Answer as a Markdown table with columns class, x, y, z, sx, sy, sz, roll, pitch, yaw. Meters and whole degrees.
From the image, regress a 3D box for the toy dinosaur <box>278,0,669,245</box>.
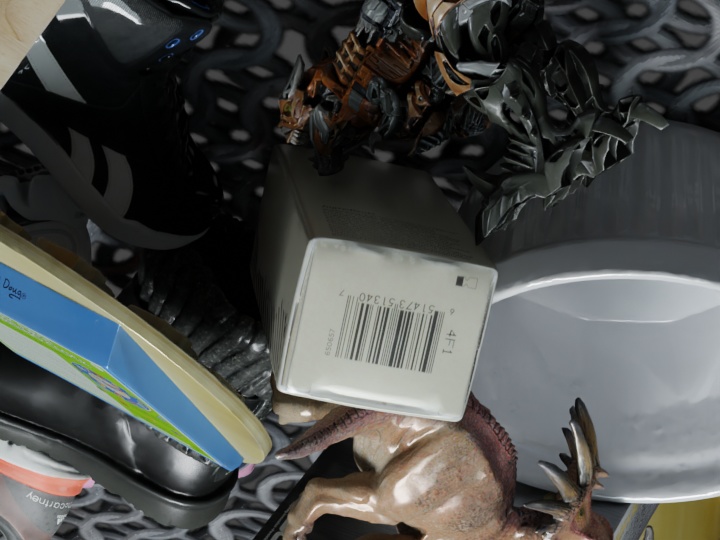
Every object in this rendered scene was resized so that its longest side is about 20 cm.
| class | x | y | z | sx | sy | sz | roll | pitch | yaw |
| --- | --- | --- | --- | --- | --- | --- | --- | --- | --- |
| toy dinosaur | 0.050 | -0.090 | 0.860 | 0.136 | 0.102 | 0.200 | 58 | 143 | 5 |

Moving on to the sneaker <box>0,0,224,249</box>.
| class | x | y | z | sx | sy | sz | roll | pitch | yaw |
| --- | --- | --- | --- | --- | --- | --- | --- | --- | --- |
| sneaker | -0.092 | -0.082 | 0.921 | 0.112 | 0.073 | 0.200 | -22 | 142 | 23 |

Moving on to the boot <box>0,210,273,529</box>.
| class | x | y | z | sx | sy | sz | roll | pitch | yaw |
| --- | --- | --- | --- | --- | --- | --- | --- | --- | --- |
| boot | -0.129 | 0.024 | 1.063 | 0.211 | 0.079 | 0.158 | 27 | 131 | 3 |

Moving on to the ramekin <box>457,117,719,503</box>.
| class | x | y | z | sx | sy | sz | roll | pitch | yaw |
| --- | --- | --- | --- | --- | --- | --- | --- | --- | --- |
| ramekin | 0.130 | 0.017 | 0.990 | 0.200 | 0.105 | 0.200 | 5 | 145 | 4 |

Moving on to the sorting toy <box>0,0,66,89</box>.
| class | x | y | z | sx | sy | sz | roll | pitch | yaw |
| --- | --- | --- | --- | --- | --- | --- | --- | --- | --- |
| sorting toy | -0.180 | -0.151 | 0.761 | 0.200 | 0.070 | 0.199 | 31 | 106 | -30 |

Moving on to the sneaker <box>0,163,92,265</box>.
| class | x | y | z | sx | sy | sz | roll | pitch | yaw |
| --- | --- | --- | --- | --- | --- | --- | --- | --- | --- |
| sneaker | -0.222 | -0.002 | 1.032 | 0.200 | 0.075 | 0.081 | -7 | 98 | 22 |

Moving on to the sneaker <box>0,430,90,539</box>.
| class | x | y | z | sx | sy | sz | roll | pitch | yaw |
| --- | --- | --- | --- | --- | --- | --- | --- | --- | --- |
| sneaker | -0.246 | 0.099 | 1.140 | 0.200 | 0.082 | 0.077 | 24 | -174 | 21 |

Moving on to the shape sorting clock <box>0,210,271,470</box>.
| class | x | y | z | sx | sy | sz | roll | pitch | yaw |
| --- | --- | --- | --- | --- | --- | --- | --- | --- | --- |
| shape sorting clock | -0.122 | 0.023 | 0.907 | 0.200 | 0.039 | 0.200 | 31 | 169 | 7 |

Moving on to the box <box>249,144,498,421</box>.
| class | x | y | z | sx | sy | sz | roll | pitch | yaw |
| --- | --- | --- | --- | --- | --- | --- | --- | --- | --- |
| box | 0.000 | 0.000 | 0.914 | 0.082 | 0.200 | 0.068 | 11 | 102 | -8 |

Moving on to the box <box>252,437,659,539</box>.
| class | x | y | z | sx | sy | sz | roll | pitch | yaw |
| --- | --- | --- | --- | --- | --- | --- | --- | --- | --- |
| box | 0.048 | 0.133 | 1.053 | 0.158 | 0.200 | 0.048 | 17 | 127 | 21 |

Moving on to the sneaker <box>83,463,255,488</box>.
| class | x | y | z | sx | sy | sz | roll | pitch | yaw |
| --- | --- | --- | --- | --- | --- | --- | --- | --- | --- |
| sneaker | -0.153 | 0.103 | 1.196 | 0.200 | 0.070 | 0.082 | -3 | 149 | 21 |

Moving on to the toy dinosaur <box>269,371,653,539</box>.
| class | x | y | z | sx | sy | sz | roll | pitch | yaw |
| --- | --- | --- | --- | --- | --- | --- | --- | --- | --- |
| toy dinosaur | 0.042 | 0.086 | 0.927 | 0.135 | 0.086 | 0.200 | -12 | 148 | 25 |

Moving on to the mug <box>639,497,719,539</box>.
| class | x | y | z | sx | sy | sz | roll | pitch | yaw |
| --- | --- | --- | --- | --- | --- | --- | --- | --- | --- |
| mug | 0.150 | 0.164 | 1.151 | 0.149 | 0.153 | 0.187 | 20 | 143 | -15 |
